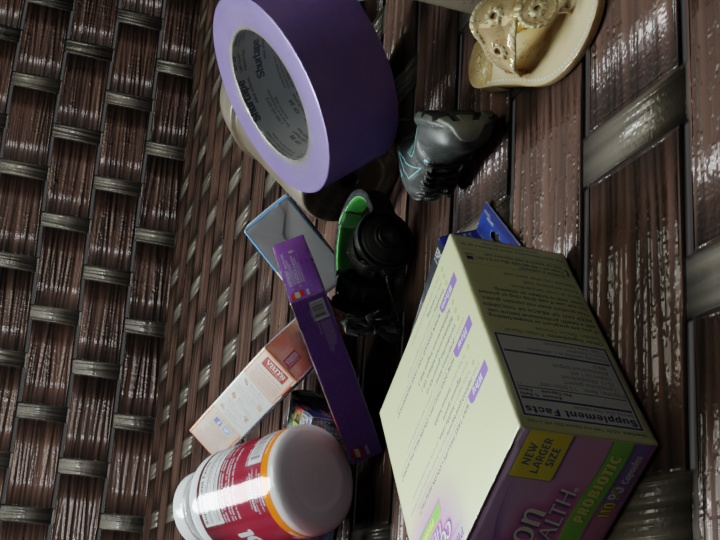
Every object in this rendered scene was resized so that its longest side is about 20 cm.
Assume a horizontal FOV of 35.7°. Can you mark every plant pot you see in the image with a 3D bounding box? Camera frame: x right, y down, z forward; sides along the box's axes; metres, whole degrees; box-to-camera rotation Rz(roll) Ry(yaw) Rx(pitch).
[{"bbox_3d":[-0.040,-0.159,1.263,0.175,0.197,0.202,62,143,36],"label":"plant pot"}]

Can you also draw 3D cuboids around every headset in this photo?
[{"bbox_3d":[0.000,0.000,1.157,0.201,0.092,0.125,-113,35,-48],"label":"headset"}]

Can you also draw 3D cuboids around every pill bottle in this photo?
[{"bbox_3d":[-0.110,0.239,1.194,0.198,0.112,0.115,-24,55,42],"label":"pill bottle"}]

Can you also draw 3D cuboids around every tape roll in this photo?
[{"bbox_3d":[-0.055,-0.184,1.075,0.200,0.084,0.202,45,153,30],"label":"tape roll"}]

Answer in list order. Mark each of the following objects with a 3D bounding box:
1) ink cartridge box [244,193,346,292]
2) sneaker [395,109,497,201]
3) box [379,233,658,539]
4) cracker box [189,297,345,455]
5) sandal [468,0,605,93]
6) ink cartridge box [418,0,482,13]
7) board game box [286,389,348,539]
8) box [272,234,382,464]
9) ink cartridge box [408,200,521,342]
[{"bbox_3d":[-0.078,-0.028,1.340,0.068,0.116,0.200,-39,7,-1],"label":"ink cartridge box"},{"bbox_3d":[0.077,-0.104,1.019,0.200,0.074,0.081,-162,72,-82],"label":"sneaker"},{"bbox_3d":[0.097,0.108,0.777,0.201,0.095,0.178,-104,28,-54],"label":"box"},{"bbox_3d":[-0.106,0.128,1.326,0.200,0.058,0.134,-48,-4,41],"label":"cracker box"},{"bbox_3d":[0.116,-0.189,0.908,0.211,0.068,0.079,172,106,-73],"label":"sandal"},{"bbox_3d":[0.046,-0.304,0.972,0.068,0.196,0.118,-106,30,-54],"label":"ink cartridge box"},{"bbox_3d":[-0.070,0.256,1.319,0.200,0.061,0.204,-167,87,-73],"label":"board game box"},{"bbox_3d":[-0.035,0.081,1.161,0.137,0.038,0.203,-114,5,-63],"label":"box"},{"bbox_3d":[0.079,0.047,0.967,0.100,0.039,0.203,-116,38,-63],"label":"ink cartridge box"}]
